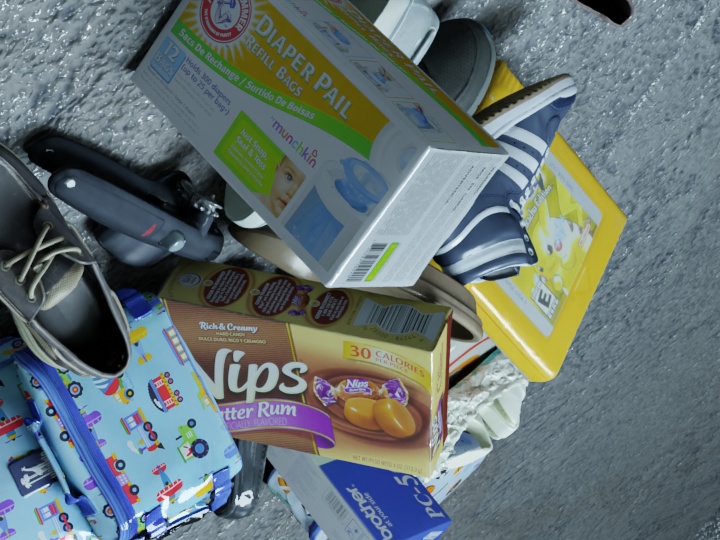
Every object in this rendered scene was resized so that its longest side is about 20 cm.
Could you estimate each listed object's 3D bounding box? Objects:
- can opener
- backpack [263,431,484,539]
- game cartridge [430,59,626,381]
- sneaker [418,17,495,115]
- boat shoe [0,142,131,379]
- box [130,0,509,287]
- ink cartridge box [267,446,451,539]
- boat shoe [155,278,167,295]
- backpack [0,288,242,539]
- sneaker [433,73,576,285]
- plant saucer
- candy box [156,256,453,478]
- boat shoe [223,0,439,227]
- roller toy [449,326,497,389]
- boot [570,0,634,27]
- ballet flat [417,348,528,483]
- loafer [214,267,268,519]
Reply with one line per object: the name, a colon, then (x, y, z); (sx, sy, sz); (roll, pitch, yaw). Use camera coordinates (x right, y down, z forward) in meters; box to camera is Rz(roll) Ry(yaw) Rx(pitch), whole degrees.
can opener: (-0.150, -0.040, 1.271); (0.079, 0.063, 0.200); (-48, 157, 4)
backpack: (0.013, 0.170, 1.803); (0.190, 0.154, 0.200); (-40, 162, 20)
game cartridge: (0.121, -0.041, 1.529); (0.200, 0.032, 0.176); (48, 55, -32)
sneaker: (0.015, -0.116, 1.393); (0.200, 0.073, 0.082); (-40, 155, -8)
boat shoe: (-0.193, -0.008, 1.176); (0.075, 0.073, 0.200); (-50, 134, -17)
box: (-0.027, -0.096, 1.198); (0.113, 0.200, 0.101); (-54, 155, 20)
ink cartridge box: (-0.020, 0.160, 1.648); (0.094, 0.200, 0.044); (-14, 148, -48)
boat shoe: (-0.193, 0.077, 1.439); (0.200, 0.073, 0.063); (-36, 115, -3)
backpack: (-0.207, 0.122, 1.307); (0.200, 0.183, 0.134); (-25, -177, -30)
sneaker: (0.109, -0.063, 1.445); (0.200, 0.109, 0.070); (-37, -170, -37)
plant saucer: (0.000, 0.000, 1.409); (0.030, 0.200, 0.200); (-67, 158, -8)
candy box: (-0.039, 0.066, 1.356); (0.056, 0.200, 0.117); (-64, 160, -51)
boat shoe: (-0.013, -0.105, 1.317); (0.071, 0.070, 0.201); (34, 91, -37)
roller toy: (0.024, 0.041, 1.596); (0.200, 0.140, 0.183); (-32, 165, -36)
boot: (0.114, -0.208, 1.271); (0.072, 0.166, 0.200); (-47, 157, 10)
ballet flat: (0.089, 0.119, 1.583); (0.200, 0.072, 0.072); (-29, 154, -48)
loafer: (-0.077, 0.093, 1.468); (0.070, 0.201, 0.068); (18, 148, -26)
